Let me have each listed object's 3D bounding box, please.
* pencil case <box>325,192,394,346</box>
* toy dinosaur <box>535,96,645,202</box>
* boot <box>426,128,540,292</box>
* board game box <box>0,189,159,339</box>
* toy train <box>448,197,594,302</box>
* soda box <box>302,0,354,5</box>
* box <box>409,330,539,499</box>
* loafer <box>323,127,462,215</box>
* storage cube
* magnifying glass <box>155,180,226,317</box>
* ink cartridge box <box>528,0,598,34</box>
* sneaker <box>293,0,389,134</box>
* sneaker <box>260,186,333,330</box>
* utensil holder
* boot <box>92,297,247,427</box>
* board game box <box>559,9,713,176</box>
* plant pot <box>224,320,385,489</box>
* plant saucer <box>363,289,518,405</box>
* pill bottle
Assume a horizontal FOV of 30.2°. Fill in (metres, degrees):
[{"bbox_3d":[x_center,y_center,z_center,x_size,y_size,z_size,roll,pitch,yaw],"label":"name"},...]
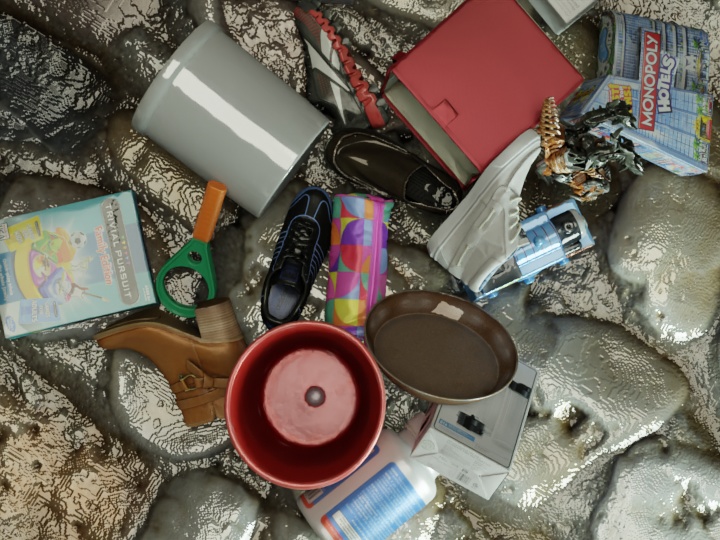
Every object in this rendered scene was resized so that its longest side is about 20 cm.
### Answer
[{"bbox_3d":[0.000,0.000,1.733,0.087,0.088,0.202,1,86,-3],"label":"pencil case"},{"bbox_3d":[0.275,-0.147,1.656,0.135,0.200,0.103,-17,76,24],"label":"toy dinosaur"},{"bbox_3d":[0.176,-0.069,1.634,0.096,0.073,0.200,42,105,14],"label":"boot"},{"bbox_3d":[-0.376,-0.008,1.734,0.198,0.047,0.152,-13,87,-3],"label":"board game box"},{"bbox_3d":[0.209,-0.025,1.728,0.199,0.114,0.087,-24,88,-4],"label":"toy train"},{"bbox_3d":[-0.103,-0.400,1.765,0.198,0.064,0.069,5,86,-3],"label":"soda box"},{"bbox_3d":[0.146,0.178,1.677,0.116,0.200,0.060,29,128,0],"label":"box"},{"bbox_3d":[0.049,-0.128,1.718,0.199,0.071,0.074,20,95,-13],"label":"loafer"},{"bbox_3d":[0.150,-0.236,1.712,0.180,0.171,0.200,-41,89,-5],"label":"storage cube"},{"bbox_3d":[-0.208,-0.025,1.702,0.079,0.022,0.201,21,122,0],"label":"magnifying glass"},{"bbox_3d":[0.308,-0.427,1.784,0.200,0.067,0.116,-40,88,-4],"label":"ink cartridge box"},{"bbox_3d":[-0.045,-0.260,1.753,0.097,0.071,0.201,-31,84,3],"label":"sneaker"},{"bbox_3d":[-0.080,-0.015,1.732,0.070,0.078,0.202,15,86,-1],"label":"sneaker"},{"bbox_3d":[-0.162,-0.189,1.699,0.199,0.170,0.170,37,85,-3],"label":"utensil holder"},{"bbox_3d":[-0.241,0.127,1.722,0.198,0.074,0.156,-9,102,13],"label":"boot"},{"bbox_3d":[0.364,-0.238,1.748,0.198,0.062,0.202,7,86,-22],"label":"board game box"},{"bbox_3d":[-0.064,0.162,1.668,0.198,0.177,0.202,0,88,1],"label":"plant pot"},{"bbox_3d":[0.098,0.101,1.664,0.198,0.201,0.035,14,127,-2],"label":"plant saucer"},{"bbox_3d":[0.027,0.274,1.701,0.200,0.112,0.113,-38,89,-4],"label":"pill bottle"}]
